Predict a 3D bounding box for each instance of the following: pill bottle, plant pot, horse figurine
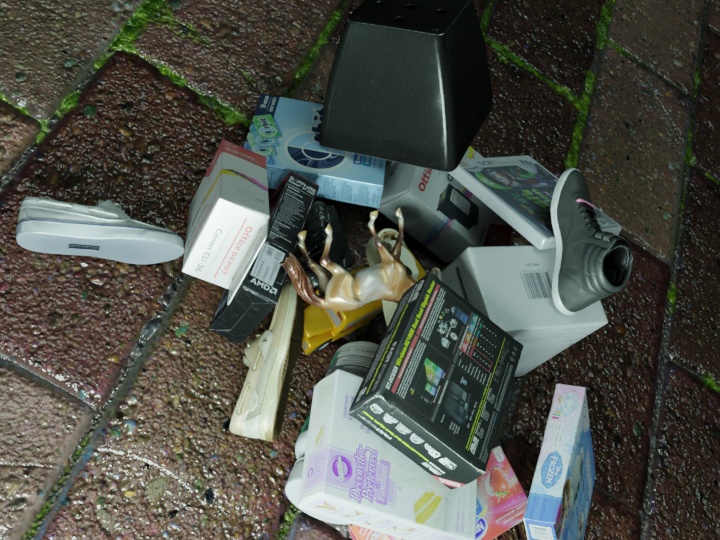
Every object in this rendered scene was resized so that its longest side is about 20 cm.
[{"bbox_3d":[-0.012,0.195,1.085,0.113,0.113,0.200,32,50,-9],"label":"pill bottle"},{"bbox_3d":[0.068,-0.275,1.216,0.199,0.178,0.200,15,42,18],"label":"plant pot"},{"bbox_3d":[0.000,0.000,1.096,0.199,0.050,0.133,-14,88,-16],"label":"horse figurine"}]

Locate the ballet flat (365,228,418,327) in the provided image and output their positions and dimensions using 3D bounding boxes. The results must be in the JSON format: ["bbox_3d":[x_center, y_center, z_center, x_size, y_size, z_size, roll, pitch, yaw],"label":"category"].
[{"bbox_3d":[0.060,0.033,1.149,0.069,0.070,0.201,-7,63,-33],"label":"ballet flat"}]

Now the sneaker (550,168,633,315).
[{"bbox_3d":[0.300,-0.047,1.139,0.070,0.099,0.201,19,66,-33],"label":"sneaker"}]

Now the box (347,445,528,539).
[{"bbox_3d":[0.099,0.305,1.091,0.199,0.103,0.095,-17,72,-37],"label":"box"}]

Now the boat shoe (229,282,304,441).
[{"bbox_3d":[-0.114,0.106,1.094,0.065,0.072,0.201,8,71,9],"label":"boat shoe"}]

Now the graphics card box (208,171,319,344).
[{"bbox_3d":[-0.122,-0.017,1.143,0.051,0.125,0.201,28,52,-16],"label":"graphics card box"}]

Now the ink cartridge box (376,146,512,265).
[{"bbox_3d":[0.134,-0.107,1.330,0.200,0.083,0.146,35,59,-26],"label":"ink cartridge box"}]

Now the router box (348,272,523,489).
[{"bbox_3d":[0.090,0.121,1.008,0.150,0.062,0.200,39,46,-11],"label":"router box"}]

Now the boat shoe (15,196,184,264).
[{"bbox_3d":[-0.313,-0.055,1.091,0.199,0.074,0.066,8,62,-27],"label":"boat shoe"}]

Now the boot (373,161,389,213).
[{"bbox_3d":[0.015,-0.185,1.363,0.144,0.072,0.200,-36,87,-38],"label":"boot"}]

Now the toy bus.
[{"bbox_3d":[-0.006,0.040,1.205,0.199,0.078,0.065,-25,75,-38],"label":"toy bus"}]

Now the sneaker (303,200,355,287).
[{"bbox_3d":[-0.055,-0.042,1.201,0.200,0.060,0.105,-43,114,-73],"label":"sneaker"}]

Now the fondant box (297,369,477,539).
[{"bbox_3d":[0.037,0.214,0.995,0.199,0.058,0.145,23,54,-22],"label":"fondant box"}]

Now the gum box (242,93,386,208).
[{"bbox_3d":[-0.061,-0.173,1.267,0.199,0.045,0.170,10,43,-2],"label":"gum box"}]

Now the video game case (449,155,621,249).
[{"bbox_3d":[0.247,-0.103,1.270,0.181,0.023,0.200,-9,43,-40],"label":"video game case"}]

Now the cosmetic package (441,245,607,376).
[{"bbox_3d":[0.187,0.065,1.222,0.198,0.200,0.124,-2,65,-31],"label":"cosmetic package"}]

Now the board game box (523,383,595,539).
[{"bbox_3d":[0.262,0.287,1.149,0.043,0.201,0.200,4,47,23],"label":"board game box"}]

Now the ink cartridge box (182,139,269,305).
[{"bbox_3d":[-0.167,-0.062,1.104,0.067,0.117,0.200,21,28,-20],"label":"ink cartridge box"}]
